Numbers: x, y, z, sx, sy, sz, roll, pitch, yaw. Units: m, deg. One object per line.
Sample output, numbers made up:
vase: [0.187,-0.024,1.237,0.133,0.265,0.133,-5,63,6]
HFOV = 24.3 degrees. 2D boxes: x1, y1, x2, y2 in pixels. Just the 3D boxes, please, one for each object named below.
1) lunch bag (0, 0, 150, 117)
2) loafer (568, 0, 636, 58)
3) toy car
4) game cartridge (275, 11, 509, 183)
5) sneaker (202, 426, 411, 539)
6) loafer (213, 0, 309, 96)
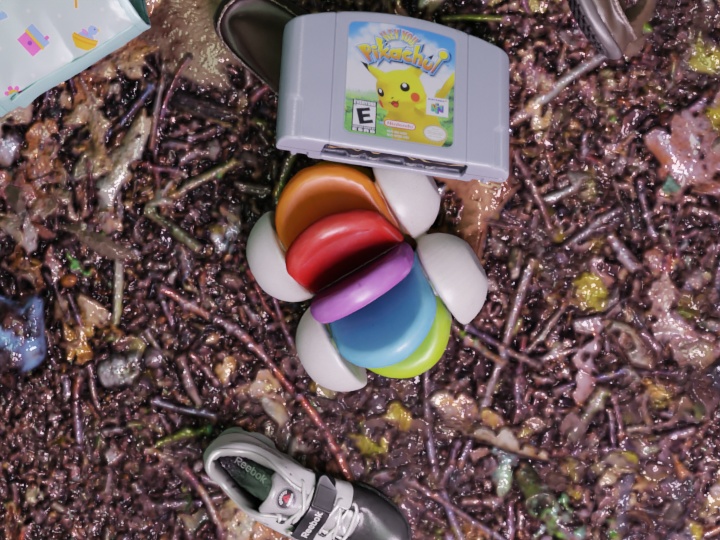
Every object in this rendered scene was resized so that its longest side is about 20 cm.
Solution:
lunch bag: [-0.287,-0.256,1.460,0.169,0.122,0.202,-27,82,9]
loafer: [0.195,-0.277,1.389,0.070,0.073,0.202,-18,92,4]
toy car: [0.000,0.000,1.402,0.174,0.150,0.202,-30,87,10]
game cartridge: [0.030,-0.149,1.399,0.197,0.041,0.135,7,62,-12]
sneaker: [-0.052,0.206,1.453,0.198,0.088,0.075,24,95,7]
loafer: [-0.045,-0.177,1.443,0.199,0.071,0.073,36,98,7]
